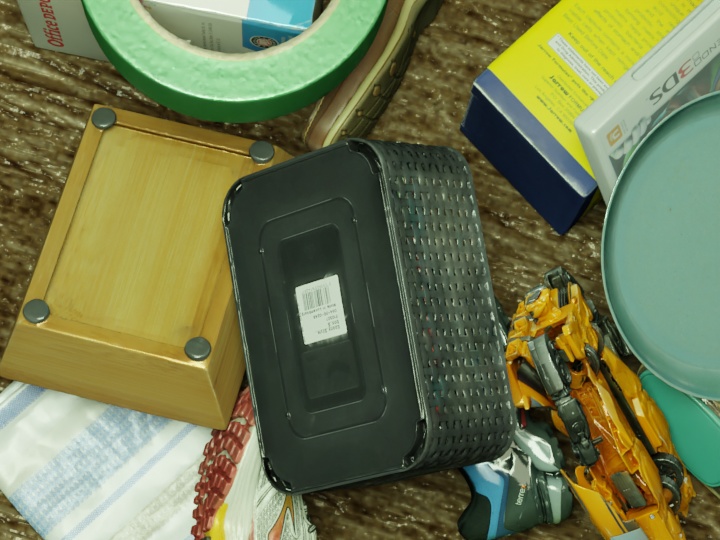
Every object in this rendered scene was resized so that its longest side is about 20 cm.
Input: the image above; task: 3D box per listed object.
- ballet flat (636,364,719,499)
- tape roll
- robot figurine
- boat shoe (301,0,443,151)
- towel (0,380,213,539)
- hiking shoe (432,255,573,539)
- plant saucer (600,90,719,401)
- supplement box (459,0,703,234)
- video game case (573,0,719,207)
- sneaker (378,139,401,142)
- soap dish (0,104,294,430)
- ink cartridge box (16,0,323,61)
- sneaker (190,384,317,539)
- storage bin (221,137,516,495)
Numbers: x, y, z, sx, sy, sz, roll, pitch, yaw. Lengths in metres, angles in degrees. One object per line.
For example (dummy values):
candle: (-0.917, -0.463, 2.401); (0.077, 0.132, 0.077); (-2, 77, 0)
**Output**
ballet flat: (0.263, 0.131, 1.364); (0.063, 0.069, 0.200); (-34, 83, -37)
tape roll: (-0.078, -0.195, 1.268); (0.199, 0.048, 0.202); (1, 79, -3)
robot figurine: (0.150, 0.097, 1.299); (0.058, 0.145, 0.201); (-25, 108, 22)
boat shoe: (0.004, -0.165, 1.407); (0.067, 0.072, 0.201); (24, 71, 8)
towel: (-0.153, 0.132, 1.356); (0.147, 0.024, 0.200); (-42, 83, -9)
hiking shoe: (0.071, 0.083, 1.351); (0.086, 0.074, 0.201); (-21, 76, -1)
plant saucer: (0.240, -0.017, 1.305); (0.199, 0.027, 0.202); (-2, 98, -17)
supplement box: (0.177, -0.139, 1.385); (0.200, 0.109, 0.110); (-42, 82, -11)
video game case: (0.234, -0.089, 1.343); (0.182, 0.200, 0.023); (-42, 49, -10)
sneaker: (0.000, 0.000, 1.357); (0.076, 0.089, 0.202); (11, 78, 0)
soap dish: (-0.135, -0.009, 1.337); (0.156, 0.081, 0.201); (14, 65, 5)
ink cartridge box: (-0.120, -0.220, 1.370); (0.198, 0.147, 0.146); (11, 78, -1)
sneaker: (-0.065, 0.160, 1.315); (0.082, 0.078, 0.202); (17, 80, -20)
storage bin: (0.004, 0.029, 1.262); (0.135, 0.093, 0.202); (-17, 80, 39)
